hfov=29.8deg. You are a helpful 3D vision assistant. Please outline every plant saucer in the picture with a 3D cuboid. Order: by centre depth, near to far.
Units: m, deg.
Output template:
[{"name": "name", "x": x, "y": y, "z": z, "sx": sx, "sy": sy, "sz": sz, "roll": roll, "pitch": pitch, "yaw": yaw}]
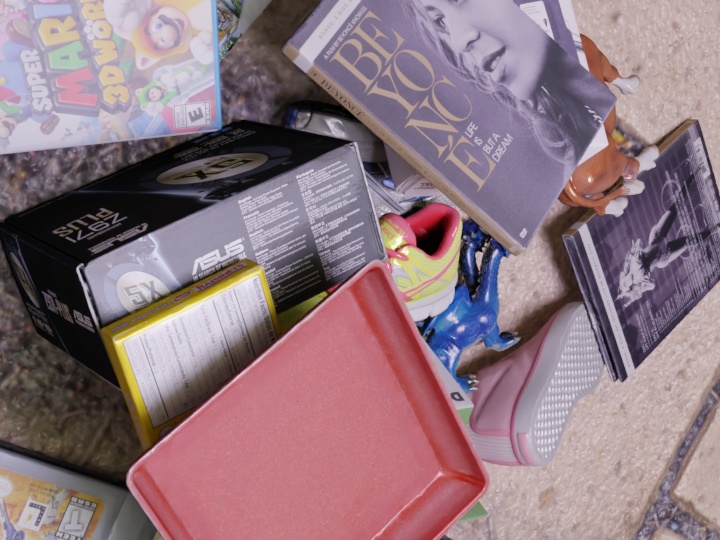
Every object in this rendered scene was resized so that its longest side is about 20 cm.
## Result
[{"name": "plant saucer", "x": -0.030, "y": 0.123, "z": 0.828, "sx": 0.199, "sy": 0.037, "sz": 0.201, "roll": -40, "pitch": 124, "yaw": -21}]

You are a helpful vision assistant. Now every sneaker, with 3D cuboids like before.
[{"name": "sneaker", "x": 0.000, "y": 0.000, "z": 0.955, "sx": 0.199, "sy": 0.078, "sz": 0.091, "roll": -25, "pitch": 145, "yaw": -44}, {"name": "sneaker", "x": 0.024, "y": -0.067, "z": 1.026, "sx": 0.199, "sy": 0.077, "sz": 0.086, "roll": 12, "pitch": 104, "yaw": -26}, {"name": "sneaker", "x": 0.131, "y": 0.091, "z": 1.126, "sx": 0.200, "sy": 0.104, "sz": 0.076, "roll": -49, "pitch": 123, "yaw": -49}]

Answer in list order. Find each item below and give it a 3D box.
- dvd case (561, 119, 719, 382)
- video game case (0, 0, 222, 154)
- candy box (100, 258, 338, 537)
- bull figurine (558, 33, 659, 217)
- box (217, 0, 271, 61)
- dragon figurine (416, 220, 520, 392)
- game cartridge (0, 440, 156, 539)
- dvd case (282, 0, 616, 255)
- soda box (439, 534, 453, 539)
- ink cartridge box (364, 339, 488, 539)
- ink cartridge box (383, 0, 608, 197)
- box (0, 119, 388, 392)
[{"name": "dvd case", "x": 0.258, "y": -0.019, "z": 1.187, "sx": 0.200, "sy": 0.016, "sz": 0.150, "roll": -40, "pitch": 119, "yaw": -33}, {"name": "video game case", "x": -0.188, "y": -0.148, "z": 0.857, "sx": 0.198, "sy": 0.018, "sz": 0.144, "roll": -8, "pitch": 116, "yaw": -17}, {"name": "candy box", "x": -0.081, "y": 0.103, "z": 0.825, "sx": 0.102, "sy": 0.026, "sz": 0.201, "roll": -27, "pitch": 118, "yaw": -26}, {"name": "bull figurine", "x": 0.174, "y": -0.138, "z": 1.074, "sx": 0.121, "sy": 0.065, "sz": 0.202, "roll": 13, "pitch": 66, "yaw": -42}, {"name": "box", "x": -0.155, "y": -0.218, "z": 0.892, "sx": 0.137, "sy": 0.038, "sz": 0.200, "roll": -51, "pitch": 121, "yaw": -13}, {"name": "dragon figurine", "x": 0.064, "y": 0.042, "z": 1.072, "sx": 0.200, "sy": 0.059, "sz": 0.100, "roll": -42, "pitch": 119, "yaw": -19}, {"name": "game cartridge", "x": -0.240, "y": 0.190, "z": 0.927, "sx": 0.199, "sy": 0.041, "sz": 0.134, "roll": 25, "pitch": 82, "yaw": -33}, {"name": "dvd case", "x": 0.064, "y": -0.128, "z": 0.886, "sx": 0.200, "sy": 0.016, "sz": 0.149, "roll": 40, "pitch": 61, "yaw": -9}, {"name": "soda box", "x": -0.005, "y": 0.200, "z": 0.977, "sx": 0.063, "sy": 0.200, "sz": 0.071, "roll": 7, "pitch": 97, "yaw": -34}, {"name": "ink cartridge box", "x": 0.009, "y": 0.092, "z": 0.964, "sx": 0.103, "sy": 0.200, "sz": 0.060, "roll": -5, "pitch": 130, "yaw": -31}, {"name": "ink cartridge box", "x": 0.080, "y": -0.164, "z": 0.977, "sx": 0.144, "sy": 0.084, "sz": 0.202, "roll": -5, "pitch": 75, "yaw": -31}, {"name": "box", "x": -0.112, "y": -0.019, "z": 0.886, "sx": 0.199, "sy": 0.163, "sz": 0.087, "roll": -26, "pitch": 113, "yaw": -24}]
